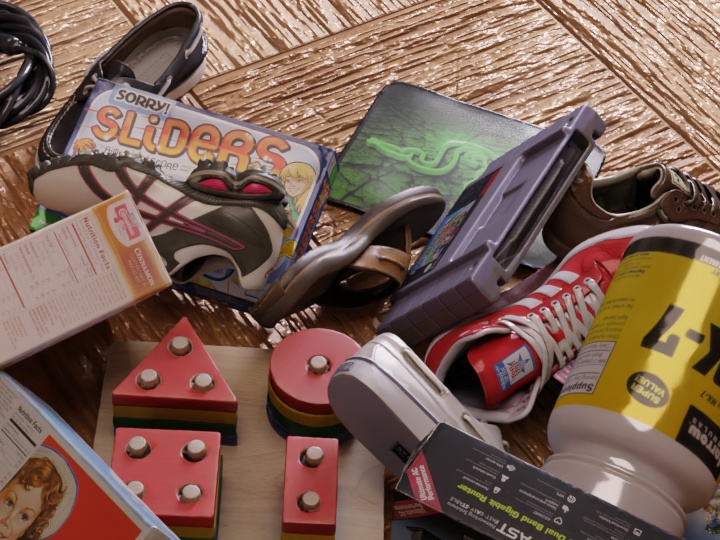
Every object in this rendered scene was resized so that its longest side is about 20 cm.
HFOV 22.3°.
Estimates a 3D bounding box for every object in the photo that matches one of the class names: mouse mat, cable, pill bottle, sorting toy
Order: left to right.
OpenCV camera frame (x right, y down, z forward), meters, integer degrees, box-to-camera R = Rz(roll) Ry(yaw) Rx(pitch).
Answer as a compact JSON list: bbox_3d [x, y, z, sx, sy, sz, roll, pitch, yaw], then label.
[{"bbox_3d":[-0.337,-0.171,1.502,0.198,0.051,0.164,13,41,11],"label":"cable"},{"bbox_3d":[-0.081,0.115,1.225,0.198,0.070,0.200,3,46,-1],"label":"sorting toy"},{"bbox_3d":[0.084,-0.079,1.470,0.199,0.008,0.161,19,48,12],"label":"mouse mat"},{"bbox_3d":[0.187,0.082,1.159,0.114,0.114,0.201,21,68,15],"label":"pill bottle"}]

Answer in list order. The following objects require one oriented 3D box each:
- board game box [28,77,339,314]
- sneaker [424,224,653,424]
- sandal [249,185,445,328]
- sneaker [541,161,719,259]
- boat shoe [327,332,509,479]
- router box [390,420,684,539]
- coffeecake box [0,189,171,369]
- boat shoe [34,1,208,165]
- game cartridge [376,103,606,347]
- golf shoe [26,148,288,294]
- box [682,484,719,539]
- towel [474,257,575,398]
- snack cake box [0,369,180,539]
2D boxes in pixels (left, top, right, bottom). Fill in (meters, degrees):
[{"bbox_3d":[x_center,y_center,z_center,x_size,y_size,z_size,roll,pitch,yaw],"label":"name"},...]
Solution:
[{"bbox_3d":[-0.131,-0.054,1.376,0.199,0.035,0.136,17,70,12],"label":"board game box"},{"bbox_3d":[0.130,0.040,1.240,0.199,0.072,0.113,-31,6,11],"label":"sneaker"},{"bbox_3d":[0.000,0.000,1.328,0.055,0.082,0.200,47,40,10],"label":"sandal"},{"bbox_3d":[0.238,-0.041,1.380,0.198,0.076,0.071,-1,42,-21],"label":"sneaker"},{"bbox_3d":[0.065,0.125,1.192,0.200,0.072,0.066,44,52,4],"label":"boat shoe"},{"bbox_3d":[0.112,0.196,1.106,0.199,0.150,0.062,25,52,19],"label":"router box"},{"bbox_3d":[-0.248,0.030,1.231,0.199,0.153,0.074,-26,91,-27],"label":"coffeecake box"},{"bbox_3d":[-0.190,-0.146,1.473,0.074,0.061,0.200,31,52,19],"label":"boat shoe"},{"bbox_3d":[0.094,-0.032,1.342,0.038,0.129,0.200,47,52,-15],"label":"game cartridge"},{"bbox_3d":[-0.151,-0.038,1.313,0.198,0.077,0.089,6,83,15],"label":"golf shoe"},{"bbox_3d":[0.268,0.135,1.233,0.198,0.038,0.137,-8,62,-13],"label":"box"},{"bbox_3d":[0.198,0.063,1.332,0.144,0.023,0.200,-30,57,-31],"label":"towel"},{"bbox_3d":[-0.193,0.161,1.112,0.115,0.067,0.200,-48,46,-6],"label":"snack cake box"}]
